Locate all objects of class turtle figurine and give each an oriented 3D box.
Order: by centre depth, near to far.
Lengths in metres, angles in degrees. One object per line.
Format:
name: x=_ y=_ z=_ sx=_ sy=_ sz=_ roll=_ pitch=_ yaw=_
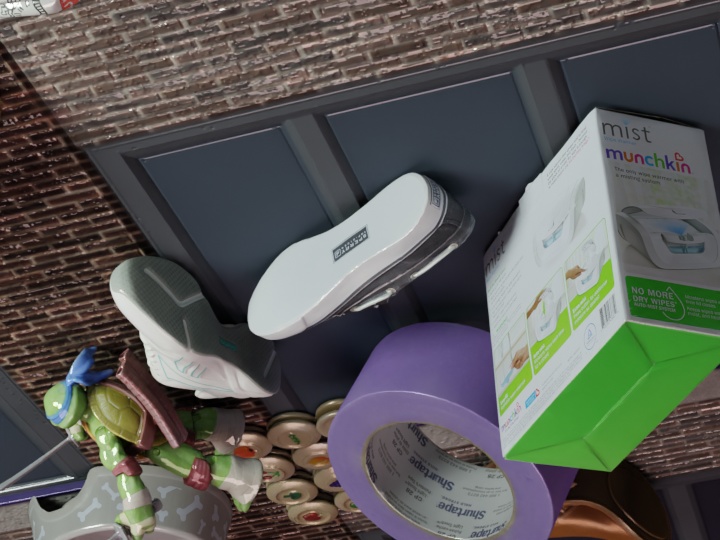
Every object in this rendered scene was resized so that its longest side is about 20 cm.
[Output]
turtle figurine: x=-0.194 y=0.167 z=1.496 sx=0.192 sy=0.203 sz=0.143 roll=13 pitch=178 yaw=-30

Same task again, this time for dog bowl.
dog bowl: x=-0.220 y=0.257 z=1.699 sx=0.197 sy=0.059 sz=0.201 roll=-2 pitch=146 yaw=-1

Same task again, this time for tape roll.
tape roll: x=0.079 y=0.145 z=1.458 sx=0.198 sy=0.085 sz=0.201 roll=17 pitch=137 yaw=16

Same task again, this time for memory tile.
memory tile: x=-0.029 y=0.181 z=1.639 sx=0.152 sy=0.017 sz=0.200 roll=-16 pitch=144 yaw=17

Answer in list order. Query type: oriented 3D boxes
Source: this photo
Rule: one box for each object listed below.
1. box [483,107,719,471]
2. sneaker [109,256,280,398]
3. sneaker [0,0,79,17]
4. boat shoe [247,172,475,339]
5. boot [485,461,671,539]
box: x=0.170 y=0.017 z=1.268 sx=0.096 sy=0.178 sz=0.200 roll=9 pitch=144 yaw=-18
sneaker: x=-0.143 y=0.057 z=1.398 sx=0.079 sy=0.071 sz=0.200 roll=-17 pitch=145 yaw=24
sneaker: x=-0.168 y=-0.210 z=1.002 sx=0.200 sy=0.068 sz=0.108 roll=-19 pitch=144 yaw=28
boat shoe: x=0.000 y=0.000 z=1.331 sx=0.199 sy=0.072 sz=0.067 roll=-36 pitch=134 yaw=29
boot: x=0.184 y=0.233 z=1.690 sx=0.199 sy=0.074 sz=0.154 roll=32 pitch=133 yaw=-24
